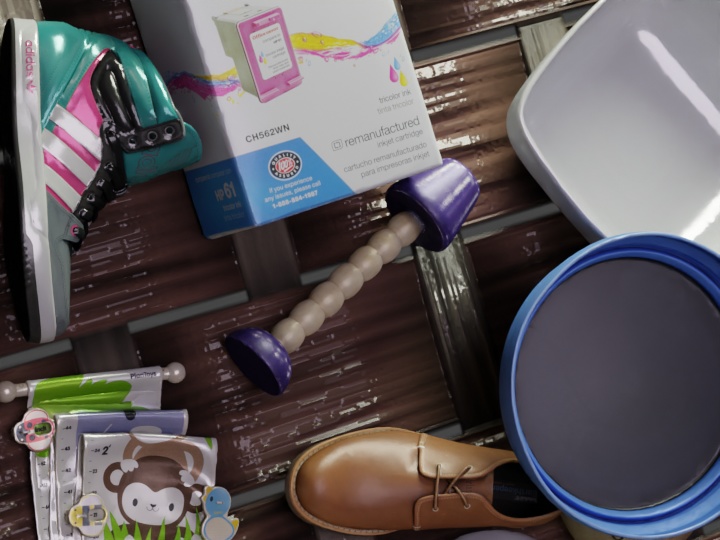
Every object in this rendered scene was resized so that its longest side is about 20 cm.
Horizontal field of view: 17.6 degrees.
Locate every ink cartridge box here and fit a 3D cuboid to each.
[{"bbox_3d":[-0.053,-0.138,1.487,0.145,0.085,0.200,-19,93,-26],"label":"ink cartridge box"}]

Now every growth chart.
[{"bbox_3d":[-0.143,0.154,1.457,0.145,0.018,0.200,-12,92,-27],"label":"growth chart"}]

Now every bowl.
[{"bbox_3d":[0.204,-0.093,1.608,0.200,0.075,0.200,47,67,-9],"label":"bowl"},{"bbox_3d":[0.182,0.075,1.525,0.201,0.039,0.201,0,90,-20],"label":"bowl"}]

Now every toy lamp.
[{"bbox_3d":[0.000,0.000,1.518,0.200,0.058,0.058,-42,104,-20],"label":"toy lamp"}]

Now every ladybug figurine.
[{"bbox_3d":[0.200,0.105,1.596,0.136,0.072,0.200,12,80,-24],"label":"ladybug figurine"}]

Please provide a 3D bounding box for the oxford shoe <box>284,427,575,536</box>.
[{"bbox_3d":[0.049,0.138,1.522,0.200,0.071,0.071,2,85,-24],"label":"oxford shoe"}]

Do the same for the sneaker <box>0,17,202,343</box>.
[{"bbox_3d":[-0.158,-0.056,1.434,0.121,0.084,0.200,-1,85,-16],"label":"sneaker"}]

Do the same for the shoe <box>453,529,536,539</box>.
[{"bbox_3d":[0.050,0.230,1.492,0.200,0.091,0.071,-10,120,-23],"label":"shoe"}]
